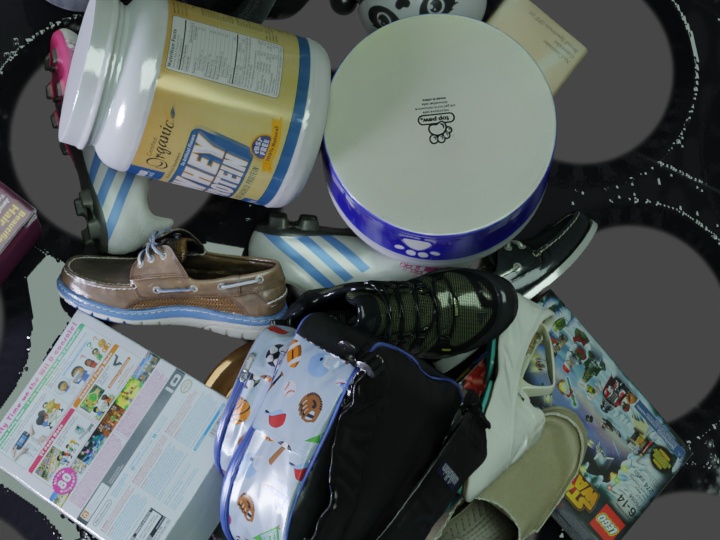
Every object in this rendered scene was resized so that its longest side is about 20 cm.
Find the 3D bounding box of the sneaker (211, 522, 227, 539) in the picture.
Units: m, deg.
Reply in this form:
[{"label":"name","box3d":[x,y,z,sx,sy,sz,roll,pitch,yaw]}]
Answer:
[{"label":"sneaker","box3d":[-0.050,0.206,1.255,0.198,0.076,0.117,12,85,2]}]

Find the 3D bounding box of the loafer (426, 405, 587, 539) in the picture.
[{"label":"loafer","box3d":[0.121,0.195,1.242,0.076,0.068,0.200,43,79,-1]}]

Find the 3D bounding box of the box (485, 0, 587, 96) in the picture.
[{"label":"box","box3d":[0.107,-0.143,1.354,0.095,0.078,0.201,37,77,-3]}]

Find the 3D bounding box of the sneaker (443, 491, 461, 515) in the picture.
[{"label":"sneaker","box3d":[0.060,0.240,1.299,0.200,0.071,0.080,-42,90,-21]}]

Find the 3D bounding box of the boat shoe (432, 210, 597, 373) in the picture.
[{"label":"boat shoe","box3d":[0.127,0.006,1.338,0.200,0.076,0.060,-42,96,-13]}]

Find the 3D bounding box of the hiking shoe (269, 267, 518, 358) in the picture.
[{"label":"hiking shoe","box3d":[0.029,0.042,1.214,0.198,0.101,0.077,-9,93,14]}]

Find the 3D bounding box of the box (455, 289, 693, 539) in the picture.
[{"label":"box","box3d":[0.187,0.136,1.332,0.200,0.040,0.137,48,63,-1]}]

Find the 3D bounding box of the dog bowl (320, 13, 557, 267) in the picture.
[{"label":"dog bowl","box3d":[0.065,-0.110,1.254,0.198,0.079,0.202,0,73,1]}]

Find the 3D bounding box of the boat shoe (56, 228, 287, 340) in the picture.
[{"label":"boat shoe","box3d":[-0.158,0.003,1.262,0.198,0.072,0.073,7,117,-1]}]

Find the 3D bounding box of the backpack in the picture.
[{"label":"backpack","box3d":[-0.025,0.142,1.132,0.200,0.153,0.192,32,77,-49]}]

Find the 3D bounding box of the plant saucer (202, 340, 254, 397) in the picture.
[{"label":"plant saucer","box3d":[-0.055,0.153,1.308,0.198,0.032,0.203,1,82,-9]}]

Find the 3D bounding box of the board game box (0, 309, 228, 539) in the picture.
[{"label":"board game box","box3d":[-0.192,0.143,1.218,0.199,0.064,0.148,28,77,29]}]

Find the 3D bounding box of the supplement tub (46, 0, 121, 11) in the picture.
[{"label":"supplement tub","box3d":[-0.235,-0.303,1.254,0.121,0.200,0.124,1,81,-9]}]

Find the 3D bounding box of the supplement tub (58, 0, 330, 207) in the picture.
[{"label":"supplement tub","box3d":[-0.136,-0.141,1.225,0.198,0.145,0.146,13,80,-17]}]

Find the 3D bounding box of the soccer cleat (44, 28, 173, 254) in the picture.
[{"label":"soccer cleat","box3d":[-0.218,-0.115,1.304,0.085,0.070,0.202,-13,89,-22]}]

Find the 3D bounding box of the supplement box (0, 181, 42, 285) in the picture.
[{"label":"supplement box","box3d":[-0.382,-0.052,1.242,0.199,0.103,0.131,39,77,-2]}]

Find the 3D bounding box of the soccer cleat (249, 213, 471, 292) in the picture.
[{"label":"soccer cleat","box3d":[0.000,0.000,1.315,0.197,0.070,0.087,5,99,0]}]

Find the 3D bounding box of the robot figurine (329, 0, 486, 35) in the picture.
[{"label":"robot figurine","box3d":[0.046,-0.295,1.340,0.123,0.150,0.202,-6,83,-24]}]

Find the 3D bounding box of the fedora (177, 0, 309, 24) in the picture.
[{"label":"fedora","box3d":[-0.094,-0.292,1.321,0.091,0.199,0.203,7,79,-43]}]

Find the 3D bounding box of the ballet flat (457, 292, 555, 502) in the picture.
[{"label":"ballet flat","box3d":[0.127,0.103,1.234,0.069,0.070,0.201,20,53,-7]}]
